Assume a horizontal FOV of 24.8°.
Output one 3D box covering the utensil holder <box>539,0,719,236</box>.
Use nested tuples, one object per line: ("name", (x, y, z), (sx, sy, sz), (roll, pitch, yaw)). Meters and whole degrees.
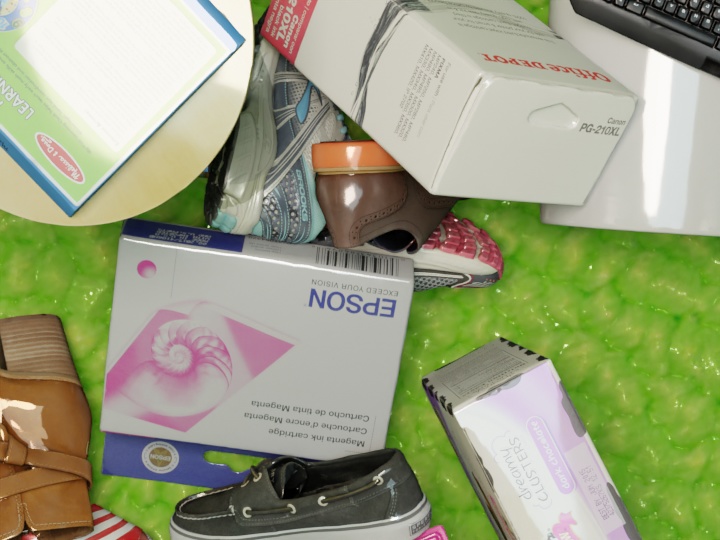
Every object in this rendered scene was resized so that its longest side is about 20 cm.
("utensil holder", (0.204, -0.127, 1.094), (0.168, 0.170, 0.203), (3, 93, -4))

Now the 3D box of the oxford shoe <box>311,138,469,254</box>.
("oxford shoe", (0.027, -0.048, 1.078), (0.071, 0.199, 0.073), (0, 93, 31))

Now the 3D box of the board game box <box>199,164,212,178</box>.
("board game box", (-0.173, -0.172, 1.121), (0.163, 0.057, 0.202), (6, 91, -2))

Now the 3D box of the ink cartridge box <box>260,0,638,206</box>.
("ink cartridge box", (0.054, -0.129, 1.032), (0.144, 0.200, 0.085), (2, 123, -41))

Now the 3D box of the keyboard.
("keyboard", (0.234, -0.167, 0.987), (0.198, 0.040, 0.105), (23, 96, 0))

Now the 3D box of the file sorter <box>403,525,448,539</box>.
("file sorter", (0.030, 0.297, 1.079), (0.138, 0.126, 0.202), (-22, 71, -2))

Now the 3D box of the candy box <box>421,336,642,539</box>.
("candy box", (0.115, 0.139, 1.074), (0.071, 0.200, 0.169), (-27, 93, -3))

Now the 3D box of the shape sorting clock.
("shape sorting clock", (-0.155, -0.124, 0.876), (0.198, 0.039, 0.202), (0, 96, -1))

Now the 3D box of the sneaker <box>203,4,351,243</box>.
("sneaker", (-0.047, -0.102, 1.103), (0.086, 0.078, 0.202), (20, 59, -16))

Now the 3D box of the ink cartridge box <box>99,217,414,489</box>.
("ink cartridge box", (-0.074, 0.074, 1.101), (0.194, 0.043, 0.202), (7, 113, -3))

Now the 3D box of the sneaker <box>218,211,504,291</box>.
("sneaker", (0.000, 0.000, 1.132), (0.198, 0.081, 0.075), (-2, 112, 1))

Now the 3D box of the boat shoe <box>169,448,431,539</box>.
("boat shoe", (-0.046, 0.152, 1.096), (0.198, 0.069, 0.057), (-8, 109, 28))

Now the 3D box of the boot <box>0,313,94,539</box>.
("boot", (-0.277, 0.122, 1.093), (0.198, 0.077, 0.157), (-8, 69, -16))

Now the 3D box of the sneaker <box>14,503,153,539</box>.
("sneaker", (-0.220, 0.250, 1.126), (0.115, 0.078, 0.201), (36, 76, 5))
